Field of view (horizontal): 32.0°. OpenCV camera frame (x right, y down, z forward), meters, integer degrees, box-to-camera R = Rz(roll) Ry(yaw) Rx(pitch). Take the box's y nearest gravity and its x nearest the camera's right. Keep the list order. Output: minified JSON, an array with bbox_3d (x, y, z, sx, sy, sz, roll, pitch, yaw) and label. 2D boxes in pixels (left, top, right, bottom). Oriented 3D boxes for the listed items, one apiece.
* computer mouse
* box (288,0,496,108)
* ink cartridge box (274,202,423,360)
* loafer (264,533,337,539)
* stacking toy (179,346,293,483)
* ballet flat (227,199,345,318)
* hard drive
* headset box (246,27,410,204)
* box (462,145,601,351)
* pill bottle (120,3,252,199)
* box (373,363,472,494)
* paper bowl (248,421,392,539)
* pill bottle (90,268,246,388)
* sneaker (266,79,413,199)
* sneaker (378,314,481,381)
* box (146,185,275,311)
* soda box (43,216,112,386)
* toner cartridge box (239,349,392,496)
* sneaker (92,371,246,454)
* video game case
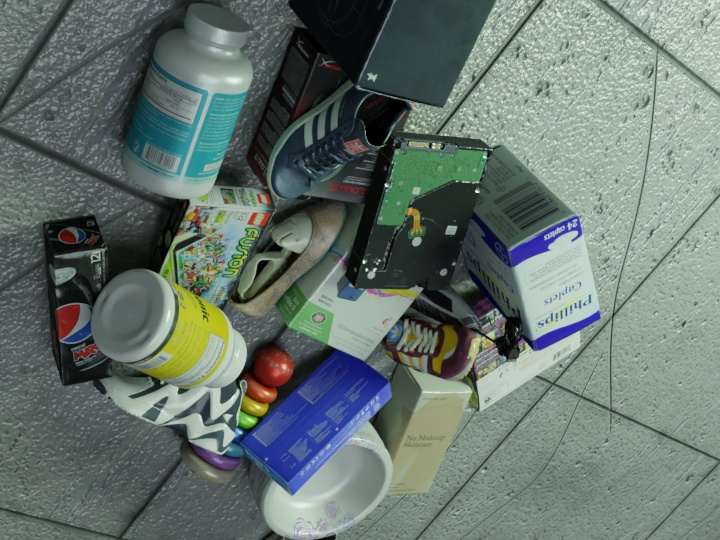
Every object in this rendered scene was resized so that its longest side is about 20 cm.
[{"bbox_3d":[0.133,0.052,1.688,0.044,0.200,0.110,-56,160,-14],"label":"computer mouse"},{"bbox_3d":[0.042,-0.313,1.335,0.124,0.197,0.200,9,121,-32],"label":"box"},{"bbox_3d":[0.000,0.000,1.630,0.145,0.088,0.200,28,106,-39],"label":"ink cartridge box"},{"bbox_3d":[-0.106,0.434,1.922,0.076,0.068,0.200,24,112,-38],"label":"loafer"},{"bbox_3d":[-0.162,0.188,1.705,0.085,0.085,0.200,25,105,-38],"label":"stacking toy"},{"bbox_3d":[-0.097,-0.019,1.576,0.067,0.068,0.200,22,112,-47],"label":"ballet flat"},{"bbox_3d":[0.070,-0.070,1.537,0.140,0.038,0.200,1,120,-29],"label":"hard drive"},{"bbox_3d":[-0.035,-0.171,1.488,0.149,0.077,0.200,8,119,-31],"label":"headset box"},{"bbox_3d":[0.211,-0.028,1.649,0.105,0.184,0.200,-29,132,-7],"label":"box"},{"bbox_3d":[-0.185,-0.187,1.376,0.111,0.111,0.200,7,121,-31],"label":"pill bottle"},{"bbox_3d":[0.080,0.231,1.854,0.095,0.078,0.200,1,124,-28],"label":"box"},{"bbox_3d":[-0.063,0.283,1.804,0.200,0.104,0.201,-14,129,-18],"label":"paper bowl"},{"bbox_3d":[-0.222,0.079,1.505,0.111,0.111,0.200,-41,149,7],"label":"pill bottle"},{"bbox_3d":[-0.022,-0.145,1.405,0.200,0.085,0.075,-46,131,11],"label":"sneaker"},{"bbox_3d":[0.082,0.099,1.683,0.090,0.200,0.075,25,75,-21],"label":"sneaker"},{"bbox_3d":[-0.188,-0.024,1.515,0.110,0.035,0.200,2,140,-28],"label":"box"},{"bbox_3d":[-0.337,0.039,1.500,0.063,0.071,0.200,-10,128,-20],"label":"soda box"},{"bbox_3d":[-0.058,0.201,1.702,0.200,0.095,0.043,-43,150,-21],"label":"toner cartridge box"},{"bbox_3d":[-0.238,0.143,1.635,0.199,0.079,0.130,27,80,-9],"label":"sneaker"},{"bbox_3d":[0.232,0.090,1.826,0.200,0.036,0.181,-31,134,-19],"label":"video game case"}]
